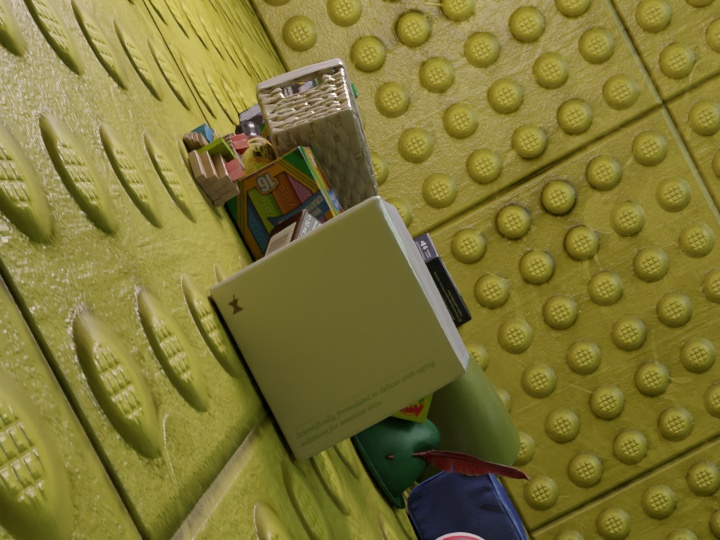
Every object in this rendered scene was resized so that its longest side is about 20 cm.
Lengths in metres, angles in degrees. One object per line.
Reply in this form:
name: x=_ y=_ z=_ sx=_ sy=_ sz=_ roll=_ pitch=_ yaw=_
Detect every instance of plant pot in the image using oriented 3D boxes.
plant pot: x=0.137 y=0.208 z=1.799 sx=0.187 sy=0.186 sz=0.201 roll=-108 pitch=179 yaw=-62

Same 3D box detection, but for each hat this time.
hat: x=0.095 y=0.216 z=1.564 sx=0.200 sy=0.175 sz=0.166 roll=56 pitch=7 yaw=-47

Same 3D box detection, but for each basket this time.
basket: x=-0.055 y=-0.175 z=1.638 sx=0.124 sy=0.134 sz=0.201 roll=-108 pitch=180 yaw=-46

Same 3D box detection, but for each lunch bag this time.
lunch bag: x=0.167 y=0.384 z=1.640 sx=0.201 sy=0.135 sz=0.132 roll=65 pitch=6 yaw=26

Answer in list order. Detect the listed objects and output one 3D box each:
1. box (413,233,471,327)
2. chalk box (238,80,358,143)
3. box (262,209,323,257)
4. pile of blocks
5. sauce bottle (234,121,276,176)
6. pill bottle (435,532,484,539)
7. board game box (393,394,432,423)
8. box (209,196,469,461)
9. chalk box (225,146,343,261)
box: x=0.075 y=0.056 z=2.068 sx=0.149 sy=0.199 sz=0.107 roll=60 pitch=4 yaw=-26
chalk box: x=-0.087 y=-0.240 z=1.907 sx=0.124 sy=0.199 sz=0.125 roll=59 pitch=6 yaw=-25
box: x=-0.027 y=0.030 z=1.392 sx=0.200 sy=0.075 sz=0.101 roll=38 pitch=45 yaw=-26
pile of blocks: x=-0.176 y=-0.155 z=1.449 sx=0.082 sy=0.062 sz=0.200 roll=60 pitch=5 yaw=-24
sauce bottle: x=-0.153 y=-0.156 z=1.674 sx=0.065 sy=0.064 sz=0.201 roll=58 pitch=6 yaw=-37
pill bottle: x=0.118 y=0.384 z=1.309 sx=0.111 sy=0.110 sz=0.200 roll=61 pitch=5 yaw=-6
board game box: x=0.033 y=0.151 z=1.609 sx=0.200 sy=0.101 sz=0.048 roll=-117 pitch=-138 yaw=-78
box: x=-0.014 y=0.057 z=1.195 sx=0.201 sy=0.198 sz=0.171 roll=62 pitch=6 yaw=4
chalk box: x=-0.078 y=-0.047 z=1.510 sx=0.201 sy=0.123 sz=0.125 roll=62 pitch=6 yaw=-4
